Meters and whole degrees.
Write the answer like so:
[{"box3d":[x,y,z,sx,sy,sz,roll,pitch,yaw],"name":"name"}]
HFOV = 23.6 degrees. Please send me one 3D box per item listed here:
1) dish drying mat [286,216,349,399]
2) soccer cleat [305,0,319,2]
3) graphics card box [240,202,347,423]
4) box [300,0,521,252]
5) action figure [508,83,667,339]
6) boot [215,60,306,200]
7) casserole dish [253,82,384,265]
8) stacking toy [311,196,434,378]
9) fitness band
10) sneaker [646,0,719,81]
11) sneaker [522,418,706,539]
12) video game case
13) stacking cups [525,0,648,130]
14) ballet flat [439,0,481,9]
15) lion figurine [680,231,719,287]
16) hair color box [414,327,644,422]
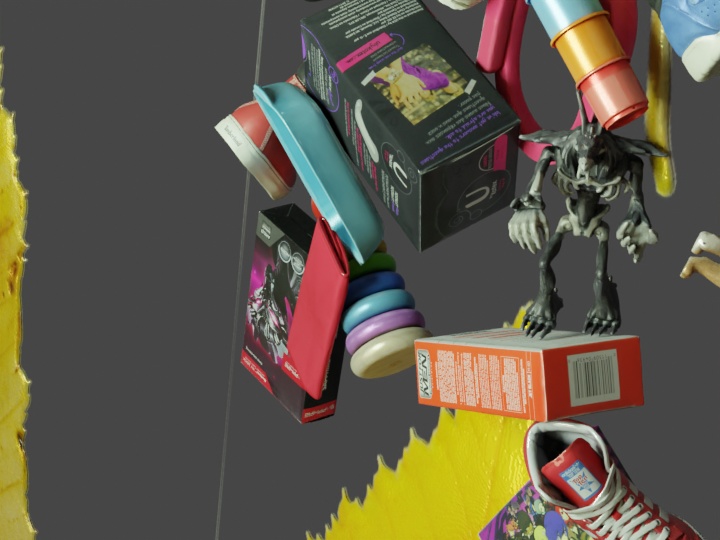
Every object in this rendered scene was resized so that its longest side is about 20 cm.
[{"box3d":[-0.040,0.039,1.677,0.200,0.018,0.077,106,148,-48],"name":"dish drying mat"},{"box3d":[-0.031,-0.345,1.597,0.073,0.068,0.200,59,146,31],"name":"soccer cleat"},{"box3d":[-0.066,0.046,1.808,0.125,0.051,0.201,42,134,40],"name":"graphics card box"},{"box3d":[0.043,-0.139,1.497,0.200,0.106,0.122,55,163,28],"name":"box"},{"box3d":[0.178,-0.039,1.356,0.102,0.118,0.201,-73,-14,-60],"name":"action figure"},{"box3d":[-0.057,-0.147,1.710,0.072,0.144,0.200,51,179,11],"name":"boot"},{"box3d":[-0.034,-0.095,1.579,0.200,0.039,0.121,61,174,-27],"name":"casserole dish"},{"box3d":[0.000,0.000,1.672,0.085,0.085,0.201,-47,58,52],"name":"stacking toy"},{"box3d":[0.160,-0.183,1.401,0.144,0.037,0.201,41,134,38],"name":"fitness band"},{"box3d":[0.261,-0.228,1.190,0.111,0.077,0.200,56,150,12],"name":"sneaker"},{"box3d":[0.206,0.193,1.376,0.200,0.071,0.112,40,177,24],"name":"sneaker"},{"box3d":[0.196,0.262,1.510,0.182,0.036,0.200,62,145,22],"name":"video game case"},{"box3d":[0.162,-0.204,1.321,0.201,0.060,0.060,62,145,8],"name":"stacking cups"},{"box3d":[0.078,-0.256,1.431,0.200,0.073,0.073,-127,34,-66],"name":"ballet flat"},{"box3d":[0.305,-0.024,1.205,0.122,0.072,0.201,25,122,9],"name":"lion figurine"},{"box3d":[0.138,0.085,1.451,0.200,0.101,0.062,2,97,62],"name":"hair color box"}]
